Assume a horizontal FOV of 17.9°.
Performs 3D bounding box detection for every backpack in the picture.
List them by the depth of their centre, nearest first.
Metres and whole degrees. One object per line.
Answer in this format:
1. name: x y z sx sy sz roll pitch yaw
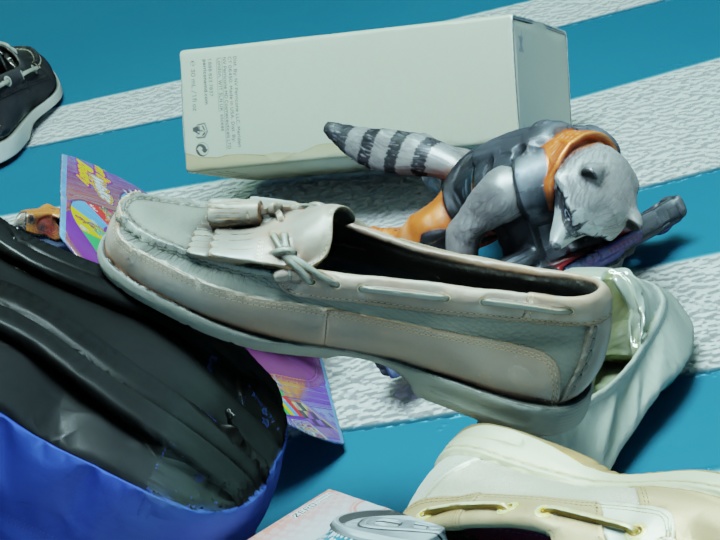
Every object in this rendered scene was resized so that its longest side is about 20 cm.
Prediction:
1. backpack: -0.137 0.074 0.887 0.200 0.168 0.163 23 27 -1

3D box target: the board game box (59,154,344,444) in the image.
1. board game box: -0.063 -0.003 1.042 0.039 0.158 0.200 -50 18 11

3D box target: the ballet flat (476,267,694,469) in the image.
1. ballet flat: 0.096 0.036 0.968 0.069 0.070 0.200 -3 24 25

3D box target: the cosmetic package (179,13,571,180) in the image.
1. cosmetic package: 0.009 -0.095 1.283 0.200 0.073 0.104 -3 -1 23

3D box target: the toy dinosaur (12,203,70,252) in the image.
1. toy dinosaur: -0.204 0.040 1.028 0.200 0.105 0.182 6 43 43

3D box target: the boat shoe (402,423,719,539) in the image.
1. boat shoe: 0.091 0.110 0.797 0.200 0.074 0.069 9 43 46

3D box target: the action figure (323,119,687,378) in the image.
1. action figure: 0.050 -0.026 1.101 0.193 0.105 0.200 -5 18 47

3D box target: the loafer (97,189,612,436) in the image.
1. loafer: 0.000 0.000 0.875 0.200 0.063 0.072 19 31 3

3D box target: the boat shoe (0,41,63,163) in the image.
1. boat shoe: -0.256 -0.127 1.575 0.074 0.060 0.200 -10 22 11

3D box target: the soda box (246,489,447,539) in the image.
1. soda box: -0.055 0.152 0.777 0.200 0.064 0.068 -30 27 -34
